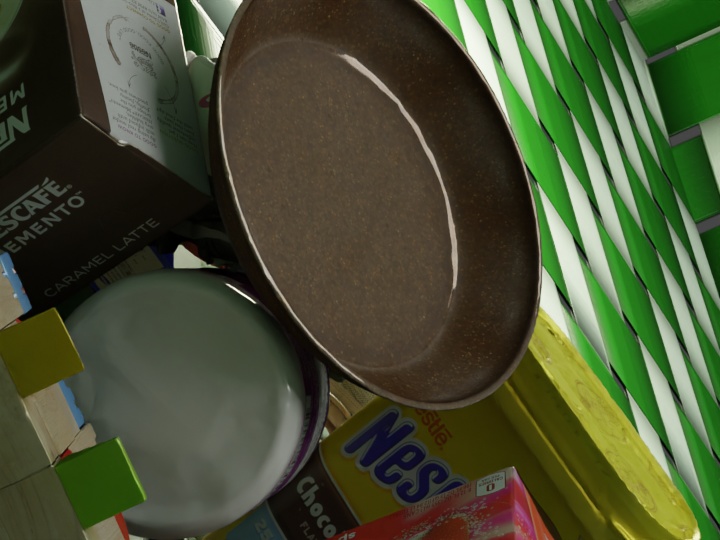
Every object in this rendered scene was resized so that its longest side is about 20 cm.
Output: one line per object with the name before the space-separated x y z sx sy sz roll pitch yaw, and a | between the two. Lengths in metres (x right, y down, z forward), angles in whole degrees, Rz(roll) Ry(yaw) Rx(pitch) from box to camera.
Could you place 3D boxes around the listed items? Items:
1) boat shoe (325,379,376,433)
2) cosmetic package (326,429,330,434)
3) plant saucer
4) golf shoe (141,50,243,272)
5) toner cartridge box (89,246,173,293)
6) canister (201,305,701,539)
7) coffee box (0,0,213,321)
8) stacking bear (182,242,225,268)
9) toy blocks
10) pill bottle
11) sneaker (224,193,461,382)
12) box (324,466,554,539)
boat shoe | 0.025 0.116 1.444 0.071 0.064 0.200 63 -1 -39
cosmetic package | 0.068 0.131 1.546 0.085 0.107 0.200 62 -6 -32
plant saucer | 0.000 -0.033 1.172 0.200 0.037 0.201 24 56 -41
golf shoe | -0.061 -0.054 1.252 0.200 0.077 0.088 -110 -151 -83
toner cartridge box | -0.133 -0.083 1.382 0.200 0.043 0.095 -95 158 -54
canister | 0.034 0.126 1.276 0.149 0.200 0.087 55 15 19
coffee box | -0.142 -0.092 1.175 0.080 0.114 0.200 33 32 -42
stacking bear | -0.034 -0.066 1.410 0.122 0.113 0.200 66 -18 2
toy blocks | -0.131 0.075 1.044 0.137 0.100 0.200 -84 149 -86
pill bottle | -0.072 0.054 1.214 0.200 0.112 0.113 2 65 -86
sneaker | 0.000 0.000 1.321 0.078 0.086 0.200 47 -11 -13
box | -0.009 0.170 1.084 0.100 0.200 0.096 -84 149 -65
